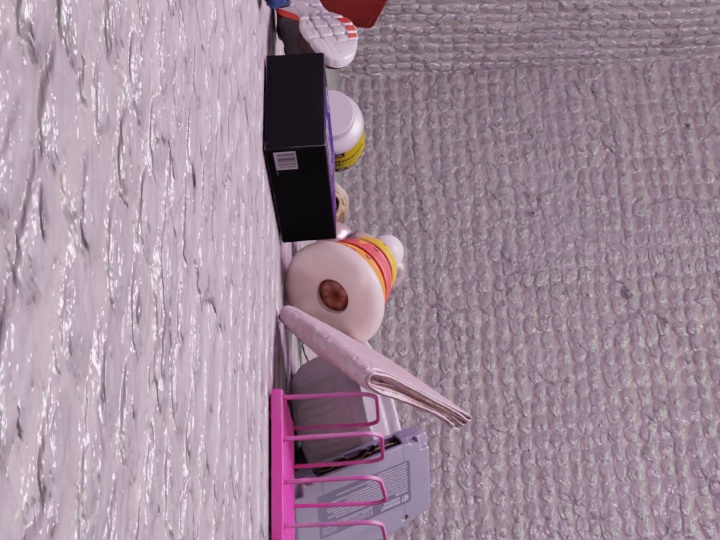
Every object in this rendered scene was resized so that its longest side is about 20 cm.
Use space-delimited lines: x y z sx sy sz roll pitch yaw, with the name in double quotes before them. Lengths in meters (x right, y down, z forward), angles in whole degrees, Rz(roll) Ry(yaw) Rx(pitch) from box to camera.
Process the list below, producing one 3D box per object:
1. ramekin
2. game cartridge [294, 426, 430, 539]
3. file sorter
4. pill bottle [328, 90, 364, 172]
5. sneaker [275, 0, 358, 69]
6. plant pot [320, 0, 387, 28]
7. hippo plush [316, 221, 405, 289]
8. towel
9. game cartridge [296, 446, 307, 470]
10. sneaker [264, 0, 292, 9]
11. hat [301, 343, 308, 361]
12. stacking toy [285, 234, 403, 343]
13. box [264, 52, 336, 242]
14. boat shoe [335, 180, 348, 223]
"ramekin" -0.019 0.203 1.464 0.200 0.103 0.203 -19 90 -79
"game cartridge" -0.002 0.287 1.353 0.040 0.197 0.136 32 -47 54
"file sorter" -0.033 0.248 1.195 0.139 0.123 0.203 84 4 -66
"pill bottle" -0.048 -0.255 1.942 0.200 0.109 0.113 78 10 -80
"sneaker" -0.059 -0.293 1.389 0.201 0.076 0.083 -122 -145 -50
"plant pot" -0.034 -0.459 1.519 0.201 0.196 0.178 -91 -170 -54
"hippo plush" -0.041 0.024 1.599 0.163 0.198 0.159 -66 154 -10
"towel" 0.014 0.118 1.282 0.199 0.190 0.033 30 -91 51
"game cartridge" -0.068 0.349 1.467 0.134 0.041 0.202 79 7 -51
"sneaker" -0.079 -0.394 1.292 0.078 0.084 0.203 86 3 -53
"hat" -0.023 0.233 1.585 0.166 0.197 0.178 -49 137 -47
"stacking toy" 0.000 0.000 1.457 0.200 0.144 0.149 -42 135 -55
"box" -0.072 -0.149 1.337 0.201 0.077 0.143 85 0 -60
"boat shoe" -0.065 -0.125 1.932 0.201 0.072 0.070 66 22 -61
